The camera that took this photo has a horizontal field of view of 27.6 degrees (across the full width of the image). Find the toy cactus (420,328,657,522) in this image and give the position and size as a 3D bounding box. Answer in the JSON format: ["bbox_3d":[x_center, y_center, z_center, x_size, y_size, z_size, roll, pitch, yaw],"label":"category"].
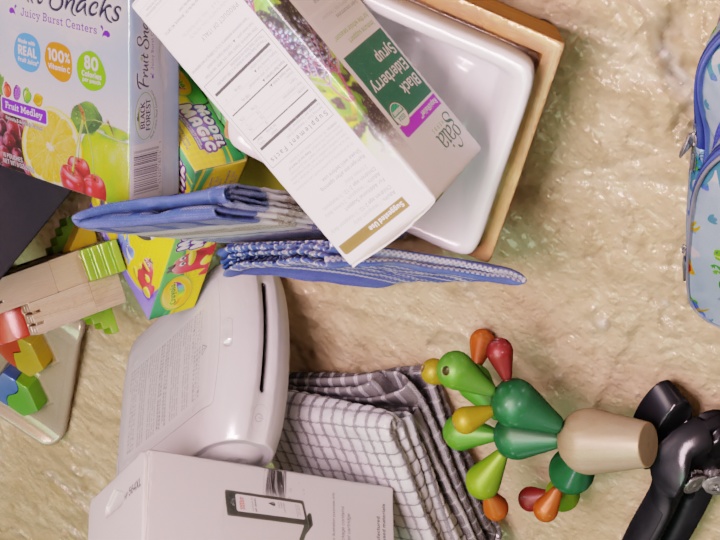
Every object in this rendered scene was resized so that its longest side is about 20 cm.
[{"bbox_3d":[0.135,0.115,1.047,0.163,0.103,0.201,0,133,38],"label":"toy cactus"}]

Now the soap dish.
[{"bbox_3d":[0.020,-0.117,0.921,0.198,0.081,0.159,26,126,13],"label":"soap dish"}]

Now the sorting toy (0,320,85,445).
[{"bbox_3d":[-0.349,0.066,1.377,0.184,0.037,0.201,32,137,7],"label":"sorting toy"}]

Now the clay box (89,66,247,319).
[{"bbox_3d":[-0.143,-0.071,1.075,0.115,0.047,0.201,57,145,26],"label":"clay box"}]

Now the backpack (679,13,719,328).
[{"bbox_3d":[0.259,-0.060,0.776,0.181,0.147,0.202,9,128,25],"label":"backpack"}]

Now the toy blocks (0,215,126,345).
[{"bbox_3d":[-0.277,0.025,1.178,0.199,0.135,0.101,-5,104,65],"label":"toy blocks"}]

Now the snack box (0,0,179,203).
[{"bbox_3d":[-0.187,-0.157,0.998,0.141,0.053,0.203,18,114,34],"label":"snack box"}]

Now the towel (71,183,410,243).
[{"bbox_3d":[-0.072,-0.035,0.983,0.146,0.199,0.024,-4,85,41],"label":"towel"}]

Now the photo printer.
[{"bbox_3d":[-0.121,0.095,1.159,0.069,0.168,0.200,17,145,-28],"label":"photo printer"}]

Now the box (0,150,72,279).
[{"bbox_3d":[-0.324,-0.046,1.112,0.181,0.201,0.105,-26,111,26],"label":"box"}]

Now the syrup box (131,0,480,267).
[{"bbox_3d":[-0.029,-0.111,0.848,0.200,0.079,0.081,49,127,-5],"label":"syrup box"}]

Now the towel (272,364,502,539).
[{"bbox_3d":[0.013,0.166,1.186,0.164,0.086,0.202,0,123,42],"label":"towel"}]

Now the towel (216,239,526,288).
[{"bbox_3d":[0.000,0.000,0.983,0.143,0.024,0.199,7,177,-25],"label":"towel"}]

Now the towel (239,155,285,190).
[{"bbox_3d":[-0.024,-0.077,1.050,0.199,0.018,0.087,-23,106,45],"label":"towel"}]

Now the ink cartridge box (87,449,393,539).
[{"bbox_3d":[-0.093,0.208,1.101,0.198,0.085,0.146,12,150,-23],"label":"ink cartridge box"}]

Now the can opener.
[{"bbox_3d":[0.228,0.164,1.067,0.063,0.079,0.202,-8,136,-9],"label":"can opener"}]
